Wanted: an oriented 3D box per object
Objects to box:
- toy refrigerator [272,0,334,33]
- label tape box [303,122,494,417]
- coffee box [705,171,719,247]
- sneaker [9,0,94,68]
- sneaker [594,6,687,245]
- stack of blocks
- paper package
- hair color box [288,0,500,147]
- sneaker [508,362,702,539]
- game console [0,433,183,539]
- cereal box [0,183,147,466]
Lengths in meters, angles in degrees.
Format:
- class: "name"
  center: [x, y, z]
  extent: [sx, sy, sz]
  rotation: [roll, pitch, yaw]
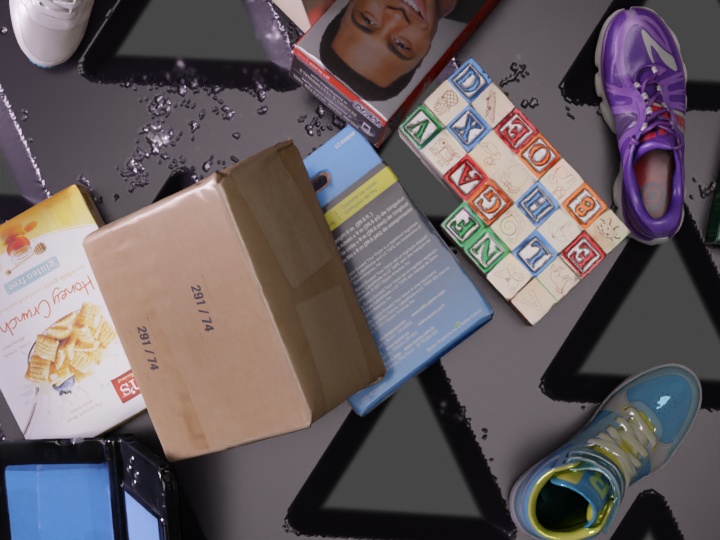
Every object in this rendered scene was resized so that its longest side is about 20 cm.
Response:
- class: "toy refrigerator"
  center: [-0.045, -0.254, 1.051]
  extent: [0.076, 0.200, 0.070]
  rotation: [44, 90, 4]
- class: "label tape box"
  center: [0.000, 0.000, 1.106]
  extent: [0.143, 0.063, 0.201]
  rotation: [-36, 83, 1]
- class: "coffee box"
  center: [0.375, -0.108, 1.103]
  extent: [0.121, 0.044, 0.203]
  rotation: [12, 89, 3]
- class: "sneaker"
  center: [-0.252, -0.260, 1.090]
  extent: [0.075, 0.081, 0.202]
  rotation: [10, 120, -18]
- class: "sneaker"
  center: [0.247, -0.125, 1.090]
  extent: [0.079, 0.083, 0.204]
  rotation: [-8, 86, 2]
- class: "stack of blocks"
  center: [0.119, -0.065, 1.106]
  extent: [0.115, 0.059, 0.200]
  rotation: [-42, 87, 1]
- class: "paper package"
  center: [-0.103, 0.028, 1.031]
  extent: [0.189, 0.103, 0.203]
  rotation: [-18, 97, 41]
- class: "hair color box"
  center: [0.040, -0.214, 1.088]
  extent: [0.101, 0.061, 0.201]
  rotation: [38, 73, 3]
- class: "sneaker"
  center: [0.209, 0.154, 1.058]
  extent: [0.200, 0.131, 0.080]
  rotation: [-44, 85, 0]
- class: "game console"
  center: [-0.222, 0.247, 1.068]
  extent: [0.115, 0.175, 0.204]
  rotation: [-9, 101, -27]
- class: "cereal box"
  center: [-0.258, 0.047, 1.129]
  extent: [0.142, 0.040, 0.202]
  rotation: [-29, 87, 2]
